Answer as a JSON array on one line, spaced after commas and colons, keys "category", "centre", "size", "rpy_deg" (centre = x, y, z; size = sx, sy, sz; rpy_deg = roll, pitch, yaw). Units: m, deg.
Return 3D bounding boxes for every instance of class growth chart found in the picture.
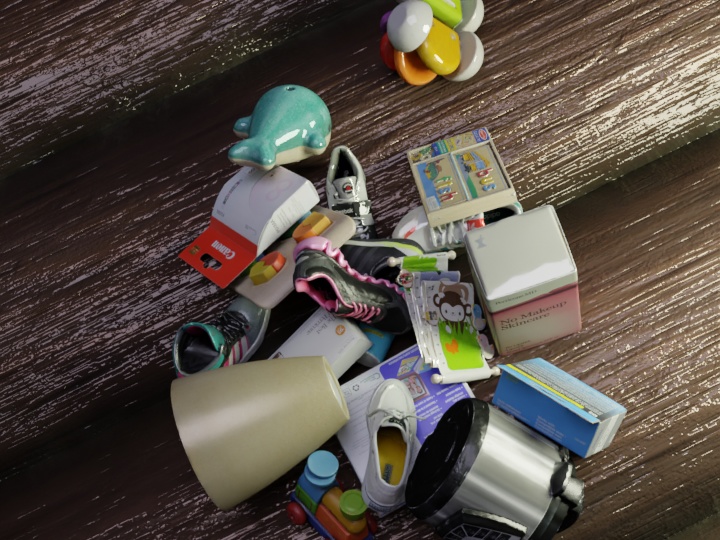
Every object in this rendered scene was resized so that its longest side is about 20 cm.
[{"category": "growth chart", "centre": [0.121, 0.065, 1.665], "size": [0.144, 0.018, 0.201], "rpy_deg": [-14, 82, -39]}]

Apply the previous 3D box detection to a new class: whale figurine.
[{"category": "whale figurine", "centre": [-0.125, -0.220, 1.829], "size": [0.159, 0.104, 0.200], "rpy_deg": [16, 31, 21]}]

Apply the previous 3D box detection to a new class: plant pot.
[{"category": "plant pot", "centre": [-0.122, 0.195, 1.587], "size": [0.199, 0.187, 0.188], "rpy_deg": [-22, 63, 3]}]

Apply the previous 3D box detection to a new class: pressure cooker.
[{"category": "pressure cooker", "centre": [0.180, 0.276, 1.513], "size": [0.200, 0.176, 0.179], "rpy_deg": [32, 95, -11]}]

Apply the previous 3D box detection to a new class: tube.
[{"category": "tube", "centre": [0.043, 0.045, 1.749], "size": [0.077, 0.050, 0.200], "rpy_deg": [20, 64, 9]}]

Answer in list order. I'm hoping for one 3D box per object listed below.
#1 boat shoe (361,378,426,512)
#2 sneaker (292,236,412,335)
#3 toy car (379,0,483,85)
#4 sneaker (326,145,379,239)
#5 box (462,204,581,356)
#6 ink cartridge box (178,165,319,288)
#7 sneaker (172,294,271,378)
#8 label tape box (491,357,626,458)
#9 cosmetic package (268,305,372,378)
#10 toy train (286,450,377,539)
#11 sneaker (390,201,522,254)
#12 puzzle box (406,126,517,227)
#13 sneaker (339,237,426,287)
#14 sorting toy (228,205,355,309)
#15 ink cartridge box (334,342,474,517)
[{"category": "boat shoe", "centre": [0.043, 0.211, 1.567], "size": [0.074, 0.086, 0.202], "rpy_deg": [18, 46, -5]}, {"category": "sneaker", "centre": [-0.014, 0.041, 1.642], "size": [0.200, 0.079, 0.096], "rpy_deg": [32, 33, -14]}, {"category": "toy car", "centre": [0.097, -0.386, 1.893], "size": [0.150, 0.175, 0.201], "rpy_deg": [-22, 56, 42]}, {"category": "sneaker", "centre": [-0.020, -0.097, 1.802], "size": [0.074, 0.089, 0.201], "rpy_deg": [-14, 66, 3]}, {"category": "box", "centre": [0.225, 0.018, 1.634], "size": [0.127, 0.200, 0.109], "rpy_deg": [-19, 62, 3]}, {"category": "ink cartridge box", "centre": [-0.179, -0.079, 1.804], "size": [0.200, 0.057, 0.162], "rpy_deg": [-40, 36, -16]}, {"category": "sneaker", "centre": [-0.206, 0.093, 1.729], "size": [0.083, 0.121, 0.200], "rpy_deg": [23, 71, 20]}, {"category": "label tape box", "centre": [0.252, 0.179, 1.553], "size": [0.144, 0.200, 0.063], "rpy_deg": [30, 101, 22]}, {"category": "cosmetic package", "centre": [-0.083, 0.141, 1.690], "size": [0.200, 0.051, 0.083], "rpy_deg": [-46, 65, 9]}, {"category": "toy train", "centre": [-0.009, 0.334, 1.569], "size": [0.085, 0.116, 0.200], "rpy_deg": [-31, 61, -30]}, {"category": "sneaker", "centre": [0.143, -0.067, 1.734], "size": [0.199, 0.093, 0.071], "rpy_deg": [-15, 100, -5]}, {"category": "puzzle box", "centre": [0.147, -0.141, 1.771], "size": [0.133, 0.025, 0.200], "rpy_deg": [-17, 34, 2]}, {"category": "sneaker", "centre": [0.000, 0.000, 1.720], "size": [0.199, 0.072, 0.083], "rpy_deg": [-8, 40, 21]}, {"category": "sorting toy", "centre": [-0.115, -0.033, 1.762], "size": [0.185, 0.037, 0.200], "rpy_deg": [-42, 26, -10]}, {"category": "ink cartridge box", "centre": [0.068, 0.218, 1.659], "size": [0.198, 0.043, 0.200], "rpy_deg": [-28, 61, -3]}]
